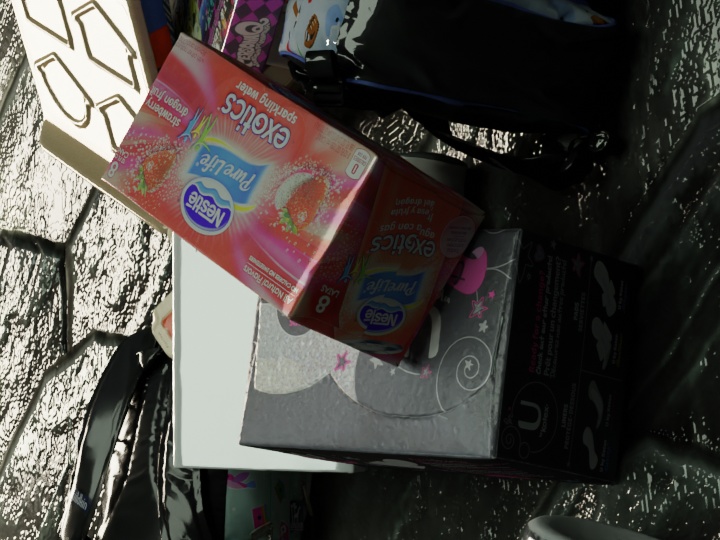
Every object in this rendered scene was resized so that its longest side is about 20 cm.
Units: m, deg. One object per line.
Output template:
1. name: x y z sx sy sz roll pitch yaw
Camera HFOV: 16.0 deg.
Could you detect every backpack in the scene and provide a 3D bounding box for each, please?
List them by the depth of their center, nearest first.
1. backpack: 0.041 -0.148 1.515 0.190 0.199 0.155 11 84 66
2. backpack: -0.106 0.132 1.714 0.166 0.126 0.201 -1 80 38

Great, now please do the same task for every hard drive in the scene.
1. hard drive: -0.057 0.024 1.599 0.131 0.027 0.201 -1 89 28

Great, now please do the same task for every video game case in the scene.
1. video game case: -0.083 -0.208 1.616 0.200 0.036 0.182 111 155 -49

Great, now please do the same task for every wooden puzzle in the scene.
1. wooden puzzle: -0.173 -0.146 1.723 0.185 0.046 0.201 33 140 45

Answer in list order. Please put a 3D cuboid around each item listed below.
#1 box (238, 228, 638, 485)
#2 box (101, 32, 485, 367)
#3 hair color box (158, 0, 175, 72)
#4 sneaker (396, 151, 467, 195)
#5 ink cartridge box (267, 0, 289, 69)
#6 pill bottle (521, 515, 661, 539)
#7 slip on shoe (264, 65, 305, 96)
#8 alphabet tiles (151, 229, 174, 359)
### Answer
1. box: 0.042 0.047 1.461 0.199 0.114 0.133 0 80 42
2. box: -0.041 -0.041 1.423 0.200 0.094 0.103 36 98 46
3. hair color box: -0.124 -0.168 1.825 0.200 0.100 0.061 -46 70 26
4. sneaker: 0.000 0.000 1.640 0.200 0.074 0.088 -39 53 48
5. ink cartridge box: -0.027 -0.231 1.713 0.067 0.117 0.201 -40 50 48
6. pill bottle: 0.111 0.237 1.337 0.106 0.106 0.201 25 102 59
7. slip on shoe: -0.067 -0.120 1.802 0.200 0.060 0.076 -46 28 32
8. alphabet tiles: -0.039 0.016 1.612 0.196 0.015 0.200 -44 71 21
